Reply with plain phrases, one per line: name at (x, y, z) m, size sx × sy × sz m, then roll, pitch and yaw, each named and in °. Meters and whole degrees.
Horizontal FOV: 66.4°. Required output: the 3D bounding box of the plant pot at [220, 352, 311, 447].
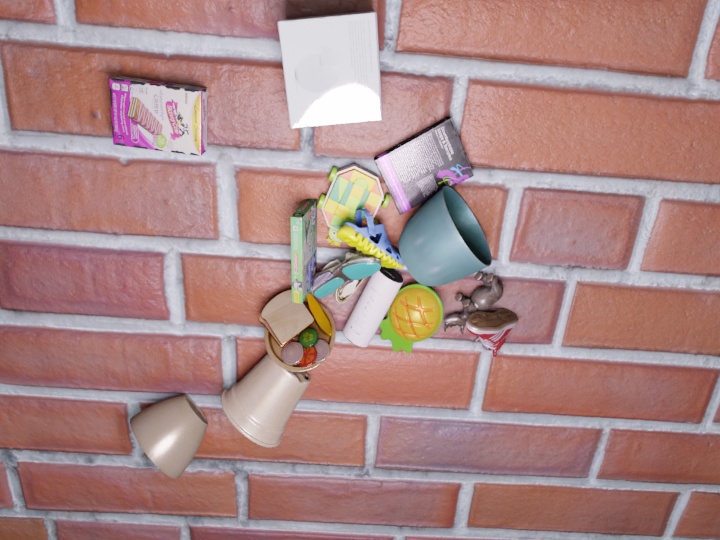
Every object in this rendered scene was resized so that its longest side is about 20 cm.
plant pot at (-0.228, 0.311, 1.422) m, size 0.199 × 0.201 × 0.185 m, roll 38°, pitch 97°, yaw -16°

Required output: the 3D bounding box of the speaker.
speaker at (0.031, 0.087, 1.373) m, size 0.079 × 0.082 × 0.204 m, roll 23°, pitch 112°, yaw -11°

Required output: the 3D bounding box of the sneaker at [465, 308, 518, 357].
sneaker at (0.313, 0.163, 1.378) m, size 0.196 × 0.071 × 0.115 m, roll -2°, pitch 127°, yaw -44°

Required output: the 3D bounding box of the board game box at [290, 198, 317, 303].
board game box at (-0.130, -0.047, 1.282) m, size 0.028 × 0.135 × 0.207 m, roll 6°, pitch 114°, yaw 9°

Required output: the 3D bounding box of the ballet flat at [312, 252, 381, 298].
ballet flat at (-0.038, -0.004, 1.299) m, size 0.196 × 0.073 × 0.073 m, roll -26°, pitch 112°, yaw 26°

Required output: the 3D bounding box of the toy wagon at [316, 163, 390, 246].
toy wagon at (-0.026, -0.142, 1.296) m, size 0.151 × 0.040 × 0.204 m, roll 23°, pitch 111°, yaw -10°

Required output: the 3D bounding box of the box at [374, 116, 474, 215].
box at (0.146, -0.238, 1.261) m, size 0.195 × 0.036 × 0.146 m, roll -25°, pitch 112°, yaw 11°

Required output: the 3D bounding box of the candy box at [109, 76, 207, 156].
candy box at (-0.434, -0.334, 1.194) m, size 0.192 × 0.061 × 0.141 m, roll 6°, pitch 113°, yaw -4°

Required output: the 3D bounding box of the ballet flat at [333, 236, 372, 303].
ballet flat at (0.000, 0.000, 1.346) m, size 0.066 × 0.063 × 0.203 m, roll 28°, pitch 110°, yaw -17°

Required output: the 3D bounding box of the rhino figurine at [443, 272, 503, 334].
rhino figurine at (0.282, 0.090, 1.389) m, size 0.086 × 0.061 × 0.201 m, roll 29°, pitch 113°, yaw -34°

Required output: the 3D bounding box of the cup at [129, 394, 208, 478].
cup at (-0.492, 0.421, 1.466) m, size 0.142 × 0.199 × 0.203 m, roll -39°, pitch 111°, yaw -11°

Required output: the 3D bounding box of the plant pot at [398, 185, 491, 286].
plant pot at (0.181, -0.061, 1.256) m, size 0.159 × 0.203 × 0.202 m, roll -32°, pitch 112°, yaw 25°

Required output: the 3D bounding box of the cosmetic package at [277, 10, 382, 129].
cosmetic package at (-0.056, -0.413, 1.133) m, size 0.192 × 0.124 × 0.207 m, roll -3°, pitch 114°, yaw 2°

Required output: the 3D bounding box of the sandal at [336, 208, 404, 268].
sandal at (0.038, -0.071, 1.274) m, size 0.198 × 0.078 × 0.089 m, roll 35°, pitch 72°, yaw -33°

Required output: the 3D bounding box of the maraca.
maraca at (0.124, 0.122, 1.379) m, size 0.137 × 0.107 × 0.201 m, roll 42°, pitch 119°, yaw 6°

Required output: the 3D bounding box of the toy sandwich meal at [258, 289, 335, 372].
toy sandwich meal at (-0.154, 0.143, 1.354) m, size 0.197 × 0.213 × 0.071 m, roll 0°, pitch 158°, yaw -1°
